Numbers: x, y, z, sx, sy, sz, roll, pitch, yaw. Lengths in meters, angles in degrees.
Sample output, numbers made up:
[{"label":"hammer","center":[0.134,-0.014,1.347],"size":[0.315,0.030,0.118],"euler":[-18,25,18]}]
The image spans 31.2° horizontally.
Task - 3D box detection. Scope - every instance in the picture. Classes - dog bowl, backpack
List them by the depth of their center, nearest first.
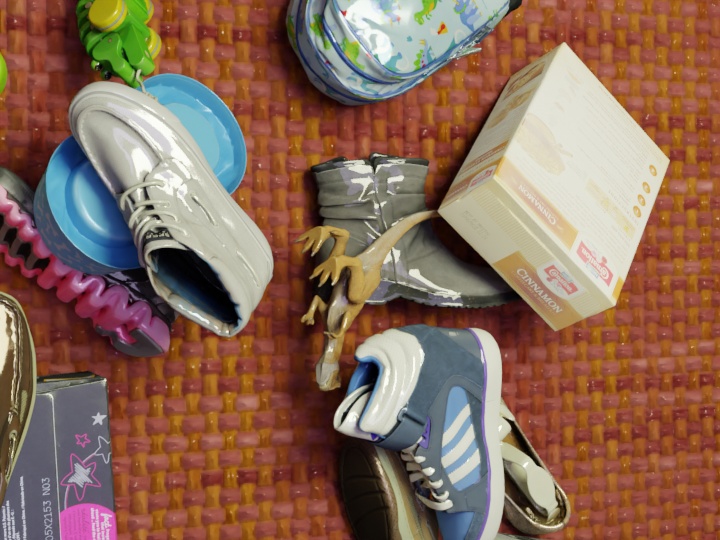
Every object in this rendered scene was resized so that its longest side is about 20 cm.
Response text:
[{"label":"dog bowl","center":[-0.174,-0.072,1.007],"size":[0.112,0.050,0.200],"euler":[52,47,-10]},{"label":"backpack","center":[0.031,-0.229,1.087],"size":[0.200,0.154,0.163],"euler":[-36,109,-4]}]

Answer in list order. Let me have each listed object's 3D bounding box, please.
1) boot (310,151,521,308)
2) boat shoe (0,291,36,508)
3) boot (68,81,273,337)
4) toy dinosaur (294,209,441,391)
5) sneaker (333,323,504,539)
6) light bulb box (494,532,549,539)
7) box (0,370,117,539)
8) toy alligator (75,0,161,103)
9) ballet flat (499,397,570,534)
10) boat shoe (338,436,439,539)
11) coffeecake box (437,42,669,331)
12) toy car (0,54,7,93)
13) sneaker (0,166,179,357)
[{"label":"boot","center":[0.054,-0.035,1.120],"size":[0.199,0.070,0.132],"euler":[3,90,-22]},{"label":"boat shoe","center":[-0.261,0.114,0.880],"size":[0.074,0.075,0.203],"euler":[8,85,-19]},{"label":"boot","center":[-0.139,-0.043,0.922],"size":[0.073,0.096,0.200],"euler":[-37,108,21]},{"label":"toy dinosaur","center":[0.000,0.000,1.061],"size":[0.200,0.060,0.106],"euler":[-57,138,-7]},{"label":"sneaker","center":[0.039,0.144,1.055],"size":[0.146,0.080,0.201],"euler":[-2,99,-28]},{"label":"light bulb box","center":[0.191,0.345,1.141],"size":[0.199,0.125,0.199],"euler":[11,86,-19]},{"label":"box","center":[-0.258,0.183,0.979],"size":[0.132,0.115,0.201],"euler":[-4,89,-19]},{"label":"toy alligator","center":[-0.192,-0.177,1.007],"size":[0.054,0.059,0.201],"euler":[-26,55,15]},{"label":"ballet flat","center":[0.125,0.154,1.148],"size":[0.068,0.067,0.200],"euler":[-43,103,-16]},{"label":"boat shoe","center":[0.040,0.224,1.124],"size":[0.076,0.072,0.201],"euler":[-24,106,-33]},{"label":"coffeecake box","center":[0.173,-0.074,1.119],"size":[0.154,0.073,0.200],"euler":[45,47,-15]},{"label":"toy car","center":[-0.373,-0.139,0.924],"size":[0.199,0.164,0.159],"euler":[15,84,-7]},{"label":"sneaker","center":[-0.215,-0.022,1.027],"size":[0.200,0.079,0.096],"euler":[43,61,-19]}]
